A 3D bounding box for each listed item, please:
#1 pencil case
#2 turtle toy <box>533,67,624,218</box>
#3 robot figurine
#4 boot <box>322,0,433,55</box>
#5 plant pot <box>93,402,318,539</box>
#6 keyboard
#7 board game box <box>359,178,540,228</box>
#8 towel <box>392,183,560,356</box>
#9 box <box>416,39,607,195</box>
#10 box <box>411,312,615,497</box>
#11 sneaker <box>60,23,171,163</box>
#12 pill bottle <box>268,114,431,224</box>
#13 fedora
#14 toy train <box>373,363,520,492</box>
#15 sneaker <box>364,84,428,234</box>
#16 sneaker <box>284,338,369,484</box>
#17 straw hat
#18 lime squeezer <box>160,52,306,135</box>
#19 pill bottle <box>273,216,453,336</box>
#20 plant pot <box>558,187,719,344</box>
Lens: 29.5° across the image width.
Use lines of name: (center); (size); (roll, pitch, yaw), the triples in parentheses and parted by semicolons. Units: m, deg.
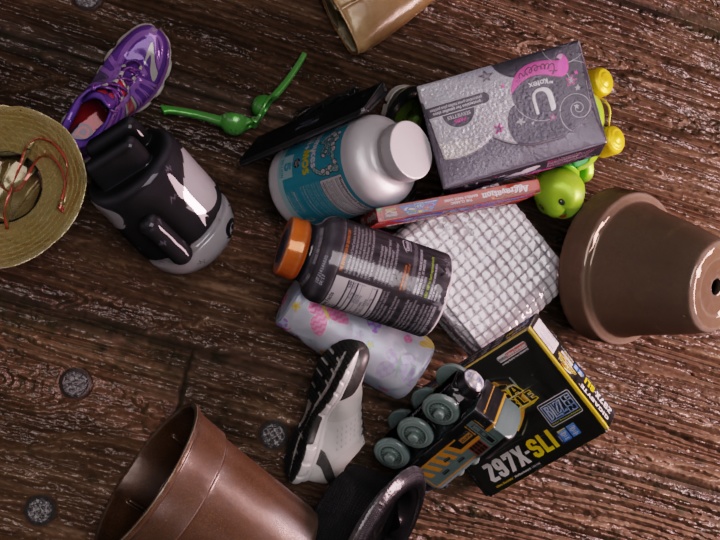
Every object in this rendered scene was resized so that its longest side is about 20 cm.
pencil case: (-0.006, 0.076, 1.689); (0.200, 0.083, 0.091); (31, 74, -9)
turtle toy: (0.250, -0.165, 1.737); (0.101, 0.146, 0.201); (-7, 85, -42)
robot figurine: (-0.233, -0.086, 1.603); (0.200, 0.125, 0.150); (50, 55, -35)
boot: (0.034, -0.399, 1.760); (0.200, 0.066, 0.175); (-31, 92, -14)
plant pot: (-0.168, 0.288, 1.577); (0.198, 0.200, 0.201); (35, 77, -15)
keyboard: (-0.052, -0.182, 1.666); (0.021, 0.200, 0.127); (58, 34, -20)
board game box: (0.105, -0.078, 1.639); (0.199, 0.103, 0.020); (-11, 89, -11)
towel: (0.144, -0.008, 1.737); (0.166, 0.086, 0.200); (-42, 95, -12)
box: (0.178, -0.179, 1.630); (0.199, 0.115, 0.133); (-15, 87, 4)
box: (0.186, 0.169, 1.681); (0.160, 0.200, 0.049); (51, 32, -6)
sneaker: (-0.293, -0.212, 1.647); (0.081, 0.083, 0.200); (34, 76, -9)
pill bottle: (-0.010, -0.121, 1.639); (0.111, 0.200, 0.111); (14, 70, -42)
fedora: (-0.006, 0.306, 1.638); (0.091, 0.201, 0.201); (28, 76, 22)
toy train: (0.102, 0.197, 1.656); (0.114, 0.200, 0.085); (38, 39, -6)
sneaker: (0.051, -0.145, 1.724); (0.074, 0.087, 0.201); (14, 81, -12)
sneaker: (-0.026, 0.172, 1.659); (0.080, 0.074, 0.200); (13, 114, -22)
straw hat: (-0.417, -0.094, 1.600); (0.200, 0.085, 0.202); (0, 87, -7)
lime squeezer: (-0.144, -0.208, 1.716); (0.200, 0.038, 0.071); (-24, 59, -15)
pill bottle: (0.000, 0.000, 1.612); (0.199, 0.106, 0.107); (19, 80, -13)
plant pot: (0.375, 0.004, 1.710); (0.200, 0.174, 0.201); (-10, 105, -41)
